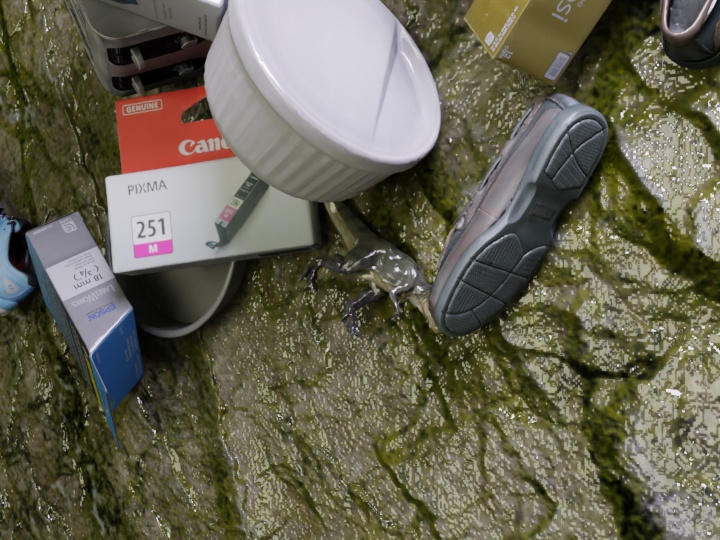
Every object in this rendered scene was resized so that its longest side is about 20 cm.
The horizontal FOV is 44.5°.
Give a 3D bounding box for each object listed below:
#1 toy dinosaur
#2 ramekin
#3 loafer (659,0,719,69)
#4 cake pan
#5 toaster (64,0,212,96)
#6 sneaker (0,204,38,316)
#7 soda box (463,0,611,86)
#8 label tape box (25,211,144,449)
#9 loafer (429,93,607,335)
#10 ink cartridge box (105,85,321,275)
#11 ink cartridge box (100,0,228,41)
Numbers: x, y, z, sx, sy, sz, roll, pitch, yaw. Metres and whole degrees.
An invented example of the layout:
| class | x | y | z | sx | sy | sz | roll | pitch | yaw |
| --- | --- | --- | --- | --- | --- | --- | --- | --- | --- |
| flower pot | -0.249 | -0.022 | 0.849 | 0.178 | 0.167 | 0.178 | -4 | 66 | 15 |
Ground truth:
| class | x | y | z | sx | sy | sz | roll | pitch | yaw |
| --- | --- | --- | --- | --- | --- | --- | --- | --- | --- |
| toy dinosaur | 0.000 | 0.000 | 0.772 | 0.088 | 0.047 | 0.200 | -46 | 70 | 6 |
| ramekin | -0.036 | -0.148 | 0.721 | 0.094 | 0.200 | 0.205 | -39 | 68 | 41 |
| loafer | 0.242 | -0.244 | 0.596 | 0.071 | 0.063 | 0.204 | 11 | 96 | 33 |
| cake pan | -0.190 | -0.033 | 0.917 | 0.198 | 0.036 | 0.204 | 0 | 89 | 35 |
| toaster | -0.220 | -0.280 | 0.825 | 0.203 | 0.117 | 0.181 | 66 | 165 | -1 |
| sneaker | -0.444 | -0.050 | 1.091 | 0.089 | 0.078 | 0.203 | -26 | 77 | 12 |
| soda box | 0.157 | -0.238 | 0.615 | 0.201 | 0.063 | 0.068 | -57 | 34 | 29 |
| label tape box | -0.272 | 0.063 | 0.917 | 0.201 | 0.063 | 0.145 | 54 | 155 | 23 |
| loafer | 0.114 | -0.043 | 0.685 | 0.201 | 0.071 | 0.063 | -57 | 39 | 14 |
| ink cartridge box | -0.143 | -0.095 | 0.833 | 0.196 | 0.044 | 0.177 | -8 | 85 | 8 |
| ink cartridge box | -0.187 | -0.293 | 0.700 | 0.197 | 0.087 | 0.148 | 17 | 84 | -10 |
